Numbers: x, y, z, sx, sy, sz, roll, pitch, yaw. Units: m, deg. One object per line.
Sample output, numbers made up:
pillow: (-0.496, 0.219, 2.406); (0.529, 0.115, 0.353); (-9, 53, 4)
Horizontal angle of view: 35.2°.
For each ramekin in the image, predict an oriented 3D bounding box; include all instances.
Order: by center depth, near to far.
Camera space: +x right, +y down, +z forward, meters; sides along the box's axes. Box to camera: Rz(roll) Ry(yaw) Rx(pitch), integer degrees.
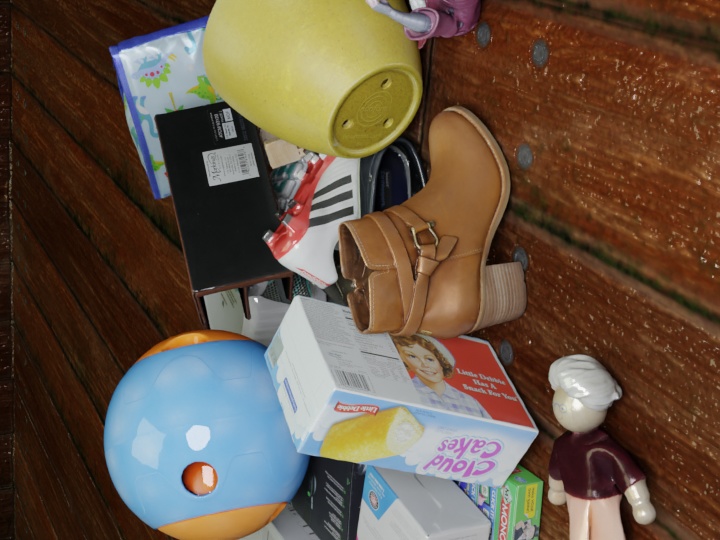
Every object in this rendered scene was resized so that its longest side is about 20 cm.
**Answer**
ramekin: (-0.123, 0.021, 1.343); (0.202, 0.093, 0.205); (18, 111, 61)

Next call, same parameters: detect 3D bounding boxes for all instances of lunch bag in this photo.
lunch bag: (-0.187, -0.202, 1.294); (0.201, 0.168, 0.128); (86, 161, -55)

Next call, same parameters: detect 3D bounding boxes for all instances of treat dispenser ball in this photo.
treat dispenser ball: (-0.144, 0.158, 1.087); (0.200, 0.199, 0.204); (17, 109, 61)

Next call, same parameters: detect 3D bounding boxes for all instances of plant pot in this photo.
plant pot: (-0.022, -0.185, 1.027); (0.142, 0.198, 0.201); (51, 138, 31)

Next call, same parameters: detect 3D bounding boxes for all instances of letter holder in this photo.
letter holder: (-0.138, -0.049, 1.168); (0.142, 0.099, 0.202); (96, 160, -66)

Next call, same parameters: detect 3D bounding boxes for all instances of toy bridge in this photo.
toy bridge: (-0.073, -0.146, 1.191); (0.200, 0.067, 0.027); (-118, 9, -73)

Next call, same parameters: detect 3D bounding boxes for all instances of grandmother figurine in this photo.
grandmother figurine: (0.171, 0.162, 0.834); (0.121, 0.060, 0.203); (-5, 92, 54)

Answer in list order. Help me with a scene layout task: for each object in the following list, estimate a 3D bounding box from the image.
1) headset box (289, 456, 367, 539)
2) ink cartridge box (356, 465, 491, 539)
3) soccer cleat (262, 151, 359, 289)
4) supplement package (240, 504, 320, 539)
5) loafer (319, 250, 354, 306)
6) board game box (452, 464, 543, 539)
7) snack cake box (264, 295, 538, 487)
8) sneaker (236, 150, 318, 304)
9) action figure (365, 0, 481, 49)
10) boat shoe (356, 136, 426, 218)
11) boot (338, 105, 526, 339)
headset box: (-0.009, 0.176, 1.146); (0.174, 0.092, 0.202); (32, 122, 57)
ink cartridge box: (0.046, 0.282, 1.019); (0.115, 0.067, 0.202); (44, 132, 53)
soccer cleat: (-0.024, -0.069, 1.107); (0.068, 0.085, 0.201); (-30, 25, 45)
supplement package: (-0.060, 0.310, 1.248); (0.200, 0.108, 0.115); (34, 124, 57)
loafer: (0.000, 0.000, 1.141); (0.072, 0.072, 0.201); (-56, 50, 26)
board game box: (0.105, 0.254, 1.006); (0.134, 0.029, 0.203); (29, 119, 58)
snack cake box: (0.033, 0.098, 0.914); (0.068, 0.198, 0.115); (-60, 33, 25)
sneaker: (-0.065, -0.055, 1.240); (0.077, 0.091, 0.202); (18, 85, 65)
action figure: (0.086, -0.251, 0.923); (0.201, 0.147, 0.135); (101, -176, -64)
boat shoe: (0.035, -0.030, 1.051); (0.062, 0.074, 0.203); (147, 121, -66)
boot: (0.048, -0.043, 0.930); (0.074, 0.153, 0.202); (-42, 57, 56)
